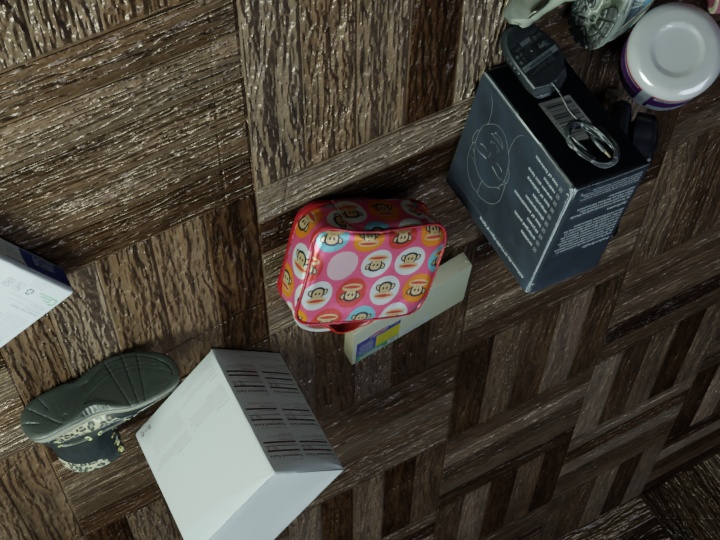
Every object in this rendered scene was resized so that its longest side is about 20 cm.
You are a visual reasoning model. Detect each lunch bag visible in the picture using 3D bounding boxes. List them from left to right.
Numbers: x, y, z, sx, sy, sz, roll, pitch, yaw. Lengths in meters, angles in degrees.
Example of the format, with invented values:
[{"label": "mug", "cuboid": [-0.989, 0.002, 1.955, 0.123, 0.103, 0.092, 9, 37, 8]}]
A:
[{"label": "lunch bag", "cuboid": [0.000, 0.000, 1.665, 0.198, 0.082, 0.178, -2, 125, -29]}]

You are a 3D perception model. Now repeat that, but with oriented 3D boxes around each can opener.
[{"label": "can opener", "cuboid": [0.329, -0.134, 1.705, 0.078, 0.202, 0.064, 3, 144, 26]}]

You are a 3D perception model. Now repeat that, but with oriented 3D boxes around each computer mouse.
[{"label": "computer mouse", "cuboid": [0.227, -0.198, 1.520, 0.058, 0.201, 0.034, -32, 173, -10]}]

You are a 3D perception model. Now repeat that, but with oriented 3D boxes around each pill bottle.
[{"label": "pill bottle", "cuboid": [0.371, -0.254, 1.611, 0.112, 0.113, 0.200, -36, 178, 7]}]

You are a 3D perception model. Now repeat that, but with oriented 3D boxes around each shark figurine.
[{"label": "shark figurine", "cuboid": [0.231, -0.335, 1.419, 0.213, 0.090, 0.128, -25, -178, 21]}]

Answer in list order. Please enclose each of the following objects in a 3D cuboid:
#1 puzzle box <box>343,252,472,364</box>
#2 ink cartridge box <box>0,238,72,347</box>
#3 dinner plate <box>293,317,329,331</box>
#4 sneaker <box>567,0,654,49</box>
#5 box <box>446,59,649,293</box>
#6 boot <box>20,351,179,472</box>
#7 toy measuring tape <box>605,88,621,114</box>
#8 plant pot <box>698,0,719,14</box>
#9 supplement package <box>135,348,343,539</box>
[{"label": "puzzle box", "cuboid": [0.065, 0.056, 1.897, 0.199, 0.026, 0.133, -30, 162, -14]}, {"label": "ink cartridge box", "cuboid": [-0.431, 0.040, 1.376, 0.199, 0.041, 0.199, -37, 152, 9]}, {"label": "dinner plate", "cuboid": [-0.006, 0.009, 1.783, 0.198, 0.024, 0.201, -25, 152, -14]}, {"label": "sneaker", "cuboid": [0.318, -0.343, 1.524, 0.086, 0.078, 0.200, -21, 159, -45]}, {"label": "box", "cuboid": [0.221, -0.119, 1.622, 0.123, 0.201, 0.197, -18, 149, -27]}, {"label": "boot", "cuboid": [-0.315, 0.181, 1.690, 0.202, 0.074, 0.154, -22, 153, -6]}, {"label": "toy measuring tape", "cuboid": [0.289, -0.159, 1.802, 0.073, 0.073, 0.202, 0, 116, -45]}, {"label": "plant pot", "cuboid": [0.465, -0.376, 1.500, 0.177, 0.202, 0.201, -15, 152, 2]}, {"label": "supplement package", "cuboid": [-0.166, 0.246, 1.807, 0.146, 0.201, 0.191, 8, 133, -50]}]
